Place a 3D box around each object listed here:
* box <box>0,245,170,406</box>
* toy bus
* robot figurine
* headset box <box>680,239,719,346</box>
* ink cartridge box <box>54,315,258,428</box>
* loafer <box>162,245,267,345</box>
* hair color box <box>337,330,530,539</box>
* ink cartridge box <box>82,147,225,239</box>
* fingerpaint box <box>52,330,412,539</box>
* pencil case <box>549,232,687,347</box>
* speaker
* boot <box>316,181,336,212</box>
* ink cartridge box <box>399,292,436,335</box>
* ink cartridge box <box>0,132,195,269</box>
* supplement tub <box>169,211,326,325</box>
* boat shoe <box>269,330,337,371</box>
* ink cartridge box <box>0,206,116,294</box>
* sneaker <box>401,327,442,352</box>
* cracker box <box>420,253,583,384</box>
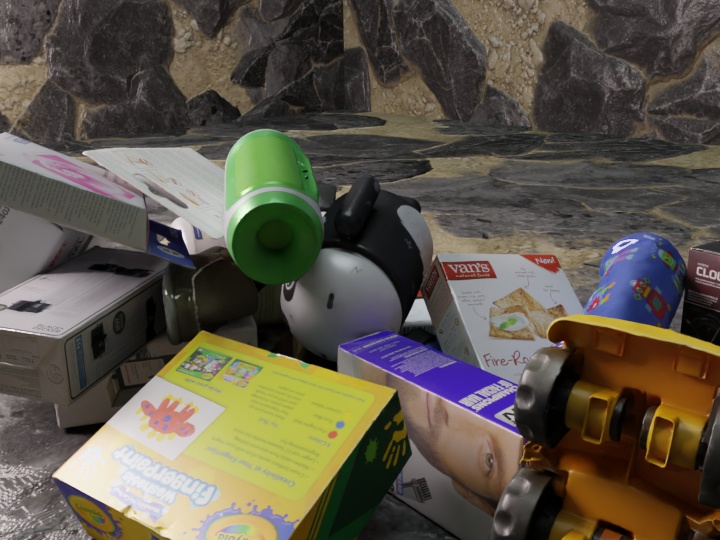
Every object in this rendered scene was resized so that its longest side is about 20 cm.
[{"bbox_3d":[-0.251,0.041,0.702,0.115,0.061,0.200,6,22,15],"label":"box"},{"bbox_3d":[0.188,0.124,0.496,0.134,0.203,0.191,15,15,35],"label":"toy bus"},{"bbox_3d":[-0.002,-0.001,0.755,0.124,0.151,0.201,-23,24,35],"label":"robot figurine"},{"bbox_3d":[0.359,0.052,0.689,0.147,0.203,0.077,-11,20,-33],"label":"headset box"},{"bbox_3d":[-0.214,0.082,0.806,0.197,0.085,0.146,-6,18,-15],"label":"ink cartridge box"},{"bbox_3d":[-0.135,0.015,0.748,0.069,0.076,0.200,-1,17,8],"label":"loafer"},{"bbox_3d":[0.064,0.131,0.605,0.064,0.111,0.199,-15,22,-39],"label":"hair color box"},{"bbox_3d":[-0.170,-0.066,0.791,0.161,0.051,0.200,32,19,10],"label":"ink cartridge box"},{"bbox_3d":[-0.089,0.142,0.558,0.198,0.074,0.167,11,42,33],"label":"fingerpaint box"},{"bbox_3d":[0.215,0.046,0.645,0.078,0.087,0.200,44,44,3],"label":"pencil case"},{"bbox_3d":[-0.082,-0.066,0.706,0.087,0.090,0.201,-3,27,-8],"label":"speaker"},{"bbox_3d":[-0.127,-0.058,1.092,0.162,0.067,0.200,-6,-20,-16],"label":"boot"},{"bbox_3d":[0.087,0.044,0.977,0.157,0.048,0.200,-4,20,-10],"label":"ink cartridge box"},{"bbox_3d":[-0.247,-0.069,0.709,0.198,0.044,0.196,19,7,-21],"label":"ink cartridge box"},{"bbox_3d":[-0.132,-0.004,0.971,0.197,0.147,0.145,-7,18,-19],"label":"supplement tub"},{"bbox_3d":[-0.068,0.121,0.730,0.067,0.072,0.201,-31,20,16],"label":"boat shoe"},{"bbox_3d":[-0.342,-0.013,0.812,0.083,0.146,0.200,35,6,-3],"label":"ink cartridge box"},{"bbox_3d":[0.096,0.090,0.773,0.111,0.078,0.199,29,38,33],"label":"sneaker"},{"bbox_3d":[0.147,0.074,0.694,0.132,0.058,0.202,0,47,-20],"label":"cracker box"}]
